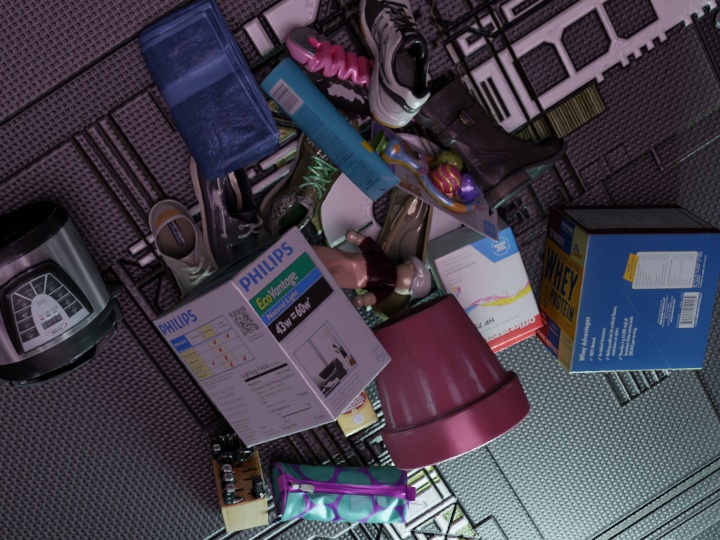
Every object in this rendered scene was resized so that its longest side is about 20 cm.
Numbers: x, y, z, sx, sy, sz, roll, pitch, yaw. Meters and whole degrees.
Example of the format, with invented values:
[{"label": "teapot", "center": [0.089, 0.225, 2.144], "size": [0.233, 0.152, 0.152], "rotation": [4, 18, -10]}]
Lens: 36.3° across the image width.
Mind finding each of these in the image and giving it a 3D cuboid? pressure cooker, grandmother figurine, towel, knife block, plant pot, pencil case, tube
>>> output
[{"label": "pressure cooker", "center": [-0.394, 0.038, 1.336], "size": [0.175, 0.179, 0.201], "rotation": [-11, 115, 25]}, {"label": "grandmother figurine", "center": [0.000, 0.000, 1.405], "size": [0.198, 0.122, 0.061], "rotation": [9, 150, -22]}, {"label": "towel", "center": [-0.182, -0.217, 1.322], "size": [0.111, 0.049, 0.201], "rotation": [-27, 90, -1]}, {"label": "knife block", "center": [-0.160, 0.300, 1.475], "size": [0.063, 0.176, 0.202], "rotation": [-9, 111, -8]}, {"label": "plant pot", "center": [0.098, 0.137, 1.433], "size": [0.199, 0.200, 0.180], "rotation": [-24, 92, -3]}, {"label": "pencil case", "center": [-0.028, 0.316, 1.556], "size": [0.198, 0.092, 0.086], "rotation": [4, 71, -15]}, {"label": "tube", "center": [-0.036, -0.167, 1.325], "size": [0.200, 0.077, 0.050], "rotation": [47, 68, -5]}]

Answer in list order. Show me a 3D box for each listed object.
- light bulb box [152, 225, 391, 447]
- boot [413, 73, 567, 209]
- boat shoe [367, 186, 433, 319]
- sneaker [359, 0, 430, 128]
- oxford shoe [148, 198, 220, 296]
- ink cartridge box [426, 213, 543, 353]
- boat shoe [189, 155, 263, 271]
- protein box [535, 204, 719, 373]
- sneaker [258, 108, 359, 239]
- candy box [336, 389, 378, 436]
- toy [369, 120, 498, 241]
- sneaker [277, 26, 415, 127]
[{"label": "light bulb box", "center": [-0.108, 0.084, 1.314], "size": [0.201, 0.198, 0.125], "rotation": [55, 49, -9]}, {"label": "boot", "center": [0.169, -0.185, 1.422], "size": [0.175, 0.200, 0.069], "rotation": [52, 134, 4]}, {"label": "boat shoe", "center": [0.057, -0.023, 1.470], "size": [0.073, 0.063, 0.202], "rotation": [12, 106, -16]}, {"label": "sneaker", "center": [0.052, -0.278, 1.329], "size": [0.075, 0.088, 0.202], "rotation": [0, 75, -28]}, {"label": "oxford shoe", "center": [-0.210, -0.001, 1.424], "size": [0.075, 0.058, 0.201], "rotation": [-31, 114, -3]}, {"label": "ink cartridge box", "center": [0.176, 0.038, 1.516], "size": [0.115, 0.067, 0.201], "rotation": [-24, 113, -3]}, {"label": "boat shoe", "center": [-0.159, -0.064, 1.395], "size": [0.073, 0.062, 0.201], "rotation": [-36, 118, -48]}, {"label": "protein box", "center": [0.367, 0.023, 1.516], "size": [0.198, 0.135, 0.200], "rotation": [-1, 109, -12]}, {"label": "sneaker", "center": [-0.059, -0.109, 1.391], "size": [0.076, 0.089, 0.201], "rotation": [24, 112, -22]}, {"label": "candy box", "center": [-0.046, 0.107, 1.465], "size": [0.056, 0.117, 0.201], "rotation": [-26, 112, -1]}, {"label": "toy", "center": [0.104, -0.127, 1.413], "size": [0.199, 0.116, 0.047], "rotation": [24, 128, -17]}, {"label": "sneaker", "center": [-0.022, -0.225, 1.389], "size": [0.199, 0.079, 0.096], "rotation": [25, 124, -19]}]
